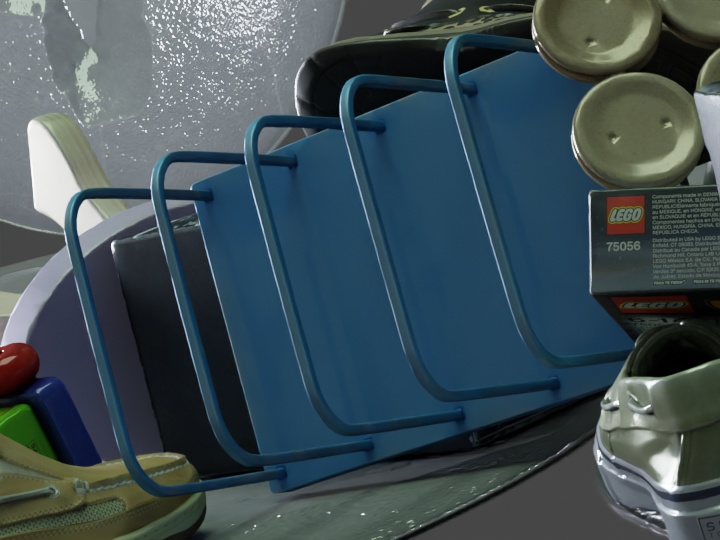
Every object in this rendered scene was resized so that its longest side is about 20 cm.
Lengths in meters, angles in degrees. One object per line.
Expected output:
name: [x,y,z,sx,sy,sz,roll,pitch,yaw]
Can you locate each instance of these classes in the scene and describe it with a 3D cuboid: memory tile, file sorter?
memory tile: [0.160,-0.112,1.005,0.199,0.154,0.017,-15,-28,-6]
file sorter: [0.000,0.000,1.037,0.199,0.140,0.122,-20,-10,30]

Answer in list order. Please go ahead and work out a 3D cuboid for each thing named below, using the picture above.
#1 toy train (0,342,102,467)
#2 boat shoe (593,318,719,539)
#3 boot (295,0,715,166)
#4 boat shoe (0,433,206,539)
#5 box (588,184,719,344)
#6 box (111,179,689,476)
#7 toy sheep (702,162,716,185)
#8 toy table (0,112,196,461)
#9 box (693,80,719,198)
toy train: [-0.220,0.101,1.205,0.199,0.085,0.116,-9,21,45]
boat shoe: [0.117,0.047,0.887,0.072,0.062,0.200,-14,5,-2]
boot: [0.087,-0.092,1.152,0.199,0.074,0.151,-2,18,23]
boat shoe: [-0.139,0.093,1.023,0.071,0.077,0.200,-12,4,40]
box: [0.188,0.000,0.912,0.199,0.040,0.137,-2,-12,15]
box: [0.027,0.008,1.236,0.199,0.125,0.196,-10,9,43]
toy sheep: [0.210,-0.029,1.107,0.137,0.139,0.200,-13,22,11]
toy table: [-0.126,0.018,1.343,0.199,0.185,0.117,-3,12,-44]
box: [0.208,-0.003,0.705,0.199,0.149,0.104,-16,6,-7]
